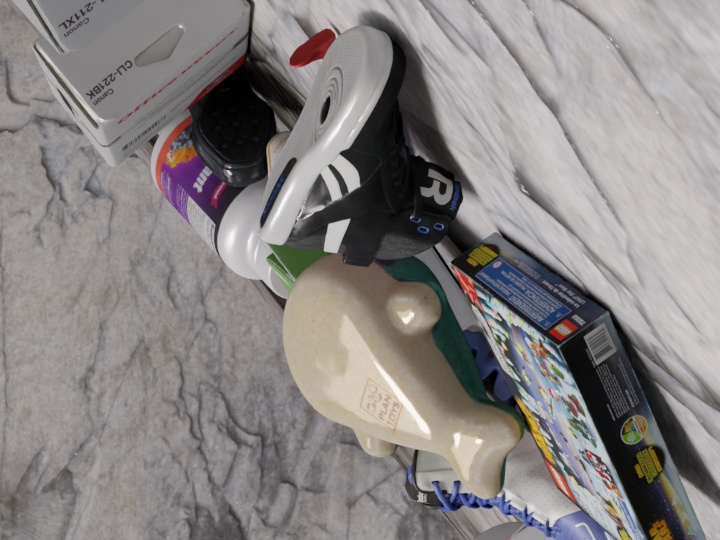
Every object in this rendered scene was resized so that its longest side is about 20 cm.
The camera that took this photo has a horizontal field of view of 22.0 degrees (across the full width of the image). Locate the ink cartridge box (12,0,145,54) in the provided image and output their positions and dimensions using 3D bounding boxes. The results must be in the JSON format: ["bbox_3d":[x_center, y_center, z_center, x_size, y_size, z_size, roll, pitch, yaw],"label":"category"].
[{"bbox_3d":[-0.180,-0.245,1.086,0.200,0.146,0.083,46,170,31],"label":"ink cartridge box"}]

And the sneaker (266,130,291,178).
[{"bbox_3d":[-0.018,-0.032,1.474,0.079,0.078,0.201,37,154,44],"label":"sneaker"}]

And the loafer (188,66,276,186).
[{"bbox_3d":[-0.105,-0.113,1.530,0.201,0.068,0.071,-115,16,-60],"label":"loafer"}]

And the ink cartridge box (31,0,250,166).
[{"bbox_3d":[-0.163,-0.165,1.411,0.084,0.144,0.200,50,173,0],"label":"ink cartridge box"}]

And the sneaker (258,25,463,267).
[{"bbox_3d":[0.019,-0.070,1.099,0.111,0.073,0.200,13,150,-14],"label":"sneaker"}]

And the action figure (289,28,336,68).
[{"bbox_3d":[0.009,-0.072,1.208,0.065,0.052,0.200,41,171,38],"label":"action figure"}]

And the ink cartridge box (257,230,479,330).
[{"bbox_3d":[0.000,0.000,1.400,0.200,0.104,0.059,55,171,-33],"label":"ink cartridge box"}]

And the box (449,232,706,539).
[{"bbox_3d":[0.135,0.084,1.140,0.137,0.040,0.201,41,161,58],"label":"box"}]

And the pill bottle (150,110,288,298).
[{"bbox_3d":[-0.100,-0.062,1.707,0.200,0.111,0.112,45,171,39],"label":"pill bottle"}]

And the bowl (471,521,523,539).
[{"bbox_3d":[0.218,0.354,2.018,0.200,0.075,0.200,52,173,-5],"label":"bowl"}]

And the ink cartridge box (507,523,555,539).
[{"bbox_3d":[0.216,0.294,1.647,0.148,0.086,0.200,47,174,26],"label":"ink cartridge box"}]

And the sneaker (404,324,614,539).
[{"bbox_3d":[0.098,0.149,1.325,0.200,0.115,0.081,51,173,19],"label":"sneaker"}]

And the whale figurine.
[{"bbox_3d":[0.040,0.064,1.268,0.200,0.104,0.160,37,134,25],"label":"whale figurine"}]
